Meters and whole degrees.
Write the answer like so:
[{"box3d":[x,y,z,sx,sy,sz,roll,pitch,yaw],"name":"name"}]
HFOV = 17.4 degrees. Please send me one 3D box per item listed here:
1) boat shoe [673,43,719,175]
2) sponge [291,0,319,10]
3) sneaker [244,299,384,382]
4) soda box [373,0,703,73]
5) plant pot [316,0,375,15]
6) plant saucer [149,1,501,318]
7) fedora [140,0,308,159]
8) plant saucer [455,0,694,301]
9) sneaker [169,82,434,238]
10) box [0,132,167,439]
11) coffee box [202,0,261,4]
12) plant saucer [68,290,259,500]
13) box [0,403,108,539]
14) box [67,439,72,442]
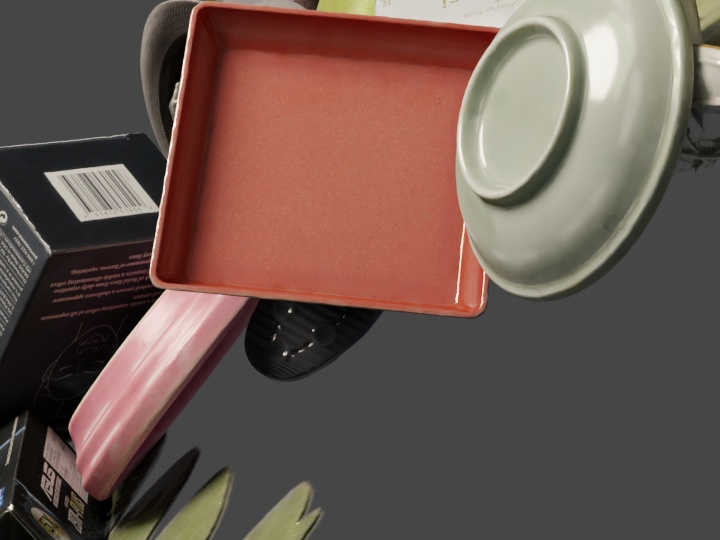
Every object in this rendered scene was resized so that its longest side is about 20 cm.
[{"box3d":[0.184,-0.084,1.299,0.200,0.071,0.069,14,82,63],"name":"boat shoe"},{"box3d":[-0.038,-0.180,1.805,0.030,0.201,0.112,-9,2,21],"name":"sponge"},{"box3d":[0.000,0.000,1.530,0.200,0.070,0.082,-49,-11,-15],"name":"sneaker"},{"box3d":[0.112,-0.154,1.496,0.199,0.068,0.064,-13,44,13],"name":"soda box"},{"box3d":[0.046,-0.198,1.761,0.200,0.200,0.184,-24,32,46],"name":"plant pot"},{"box3d":[-0.016,-0.062,1.427,0.037,0.199,0.200,90,-174,-63],"name":"plant saucer"},{"box3d":[-0.068,-0.124,1.688,0.177,0.200,0.090,19,43,30],"name":"fedora"},{"box3d":[0.103,-0.085,1.313,0.200,0.050,0.201,-33,49,48],"name":"plant saucer"},{"box3d":[-0.022,-0.062,1.477,0.199,0.105,0.060,1,-15,7],"name":"sneaker"},{"box3d":[-0.213,0.017,1.612,0.148,0.107,0.200,-9,-42,-44],"name":"box"},{"box3d":[-0.021,-0.244,1.981,0.200,0.200,0.198,-42,14,-5],"name":"coffee box"},{"box3d":[-0.126,0.059,1.541,0.201,0.051,0.201,-53,-1,-1],"name":"plant saucer"},{"box3d":[-0.251,0.194,1.506,0.164,0.086,0.200,-39,15,7],"name":"box"},{"box3d":[-0.152,0.046,1.774,0.200,0.044,0.160,-25,22,45],"name":"box"}]
